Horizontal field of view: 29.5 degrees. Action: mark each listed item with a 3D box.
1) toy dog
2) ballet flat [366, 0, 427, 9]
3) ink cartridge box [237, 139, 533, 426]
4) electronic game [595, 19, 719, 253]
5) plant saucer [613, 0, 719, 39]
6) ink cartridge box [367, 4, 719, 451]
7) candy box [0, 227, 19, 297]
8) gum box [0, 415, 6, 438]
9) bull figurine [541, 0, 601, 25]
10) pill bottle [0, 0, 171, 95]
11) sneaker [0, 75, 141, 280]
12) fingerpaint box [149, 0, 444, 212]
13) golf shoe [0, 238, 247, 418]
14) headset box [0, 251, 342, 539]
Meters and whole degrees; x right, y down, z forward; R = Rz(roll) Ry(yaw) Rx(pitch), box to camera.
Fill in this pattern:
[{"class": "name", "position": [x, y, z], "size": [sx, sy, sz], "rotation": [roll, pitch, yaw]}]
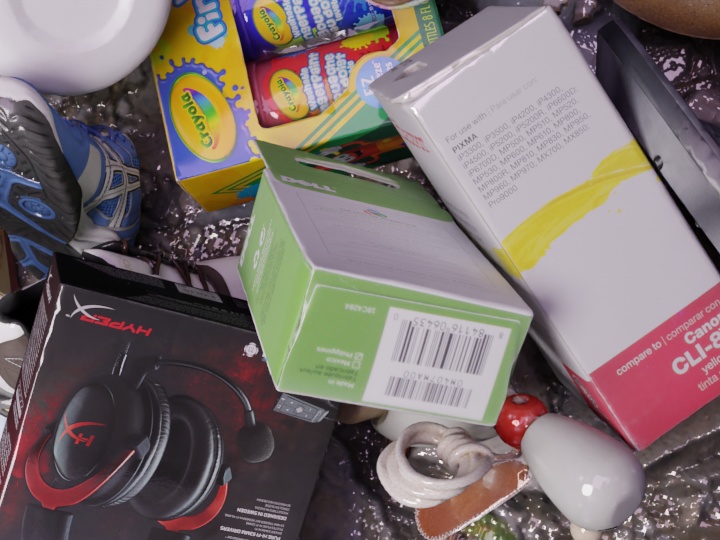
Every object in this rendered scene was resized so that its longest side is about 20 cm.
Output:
[{"class": "toy dog", "position": [0.054, 0.091, 0.702], "size": [0.132, 0.200, 0.097], "rotation": [-6, 117, -13]}, {"class": "ballet flat", "position": [0.065, -0.225, 0.740], "size": [0.069, 0.071, 0.200], "rotation": [32, 96, 4]}, {"class": "ink cartridge box", "position": [0.000, 0.000, 0.671], "size": [0.104, 0.200, 0.059], "rotation": [12, 108, -17]}, {"class": "electronic game", "position": [0.181, -0.042, 0.681], "size": [0.042, 0.200, 0.200], "rotation": [-36, 75, 13]}, {"class": "plant saucer", "position": [0.201, -0.227, 0.732], "size": [0.200, 0.035, 0.201], "rotation": [0, 89, 7]}, {"class": "ink cartridge box", "position": [0.097, -0.029, 0.681], "size": [0.083, 0.145, 0.200], "rotation": [-35, 102, 1]}, {"class": "candy box", "position": [-0.313, -0.015, 0.818], "size": [0.199, 0.055, 0.116], "rotation": [-14, 76, 5]}, {"class": "gum box", "position": [-0.185, 0.159, 0.770], "size": [0.170, 0.045, 0.200], "rotation": [37, 86, 13]}, {"class": "bull figurine", "position": [0.137, -0.211, 0.792], "size": [0.199, 0.065, 0.122], "rotation": [-15, 83, 11]}, {"class": "pill bottle", "position": [-0.183, -0.169, 0.760], "size": [0.112, 0.200, 0.113], "rotation": [-9, 111, -23]}, {"class": "sneaker", "position": [-0.166, -0.054, 0.737], "size": [0.076, 0.200, 0.077], "rotation": [16, 69, 9]}, {"class": "fingerpaint box", "position": [-0.042, -0.156, 0.800], "size": [0.166, 0.073, 0.201], "rotation": [-14, 76, 5]}, {"class": "golf shoe", "position": [-0.106, 0.024, 0.738], "size": [0.200, 0.095, 0.078], "rotation": [-18, 64, -20]}, {"class": "headset box", "position": [-0.105, 0.109, 0.677], "size": [0.148, 0.075, 0.201], "rotation": [16, 98, -17]}]
